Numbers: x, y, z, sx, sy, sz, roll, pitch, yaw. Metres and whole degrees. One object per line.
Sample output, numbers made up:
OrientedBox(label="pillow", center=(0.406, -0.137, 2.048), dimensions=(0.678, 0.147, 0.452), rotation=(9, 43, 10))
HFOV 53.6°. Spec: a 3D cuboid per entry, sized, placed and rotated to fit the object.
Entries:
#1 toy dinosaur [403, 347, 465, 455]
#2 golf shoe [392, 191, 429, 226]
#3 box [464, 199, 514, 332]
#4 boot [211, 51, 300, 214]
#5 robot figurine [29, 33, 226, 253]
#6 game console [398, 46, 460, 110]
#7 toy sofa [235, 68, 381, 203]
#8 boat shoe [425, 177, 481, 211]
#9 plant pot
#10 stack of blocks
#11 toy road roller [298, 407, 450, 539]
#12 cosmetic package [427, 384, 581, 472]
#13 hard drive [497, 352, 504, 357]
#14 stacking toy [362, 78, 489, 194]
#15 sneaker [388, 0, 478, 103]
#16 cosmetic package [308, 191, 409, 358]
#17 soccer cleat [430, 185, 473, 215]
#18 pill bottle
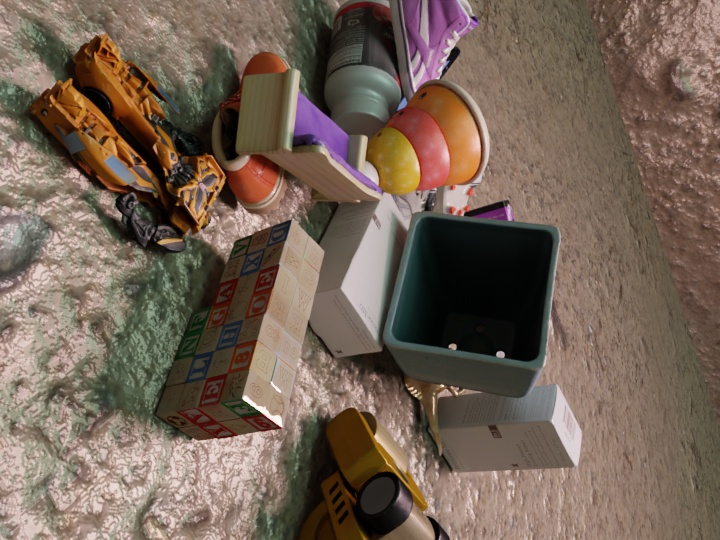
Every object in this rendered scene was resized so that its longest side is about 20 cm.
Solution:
OrientedBox(label="toy dinosaur", center=(0.104, 0.170, 1.058), dimensions=(0.100, 0.058, 0.204), rotation=(1, 71, -40))
OrientedBox(label="golf shoe", center=(0.072, -0.098, 1.057), dimensions=(0.202, 0.096, 0.079), rotation=(59, 35, -26))
OrientedBox(label="box", center=(0.200, 0.001, 1.168), dimensions=(0.036, 0.141, 0.204), rotation=(-14, 90, -57))
OrientedBox(label="boot", center=(-0.118, -0.178, 0.798), dimensions=(0.107, 0.074, 0.204), rotation=(53, 35, -62))
OrientedBox(label="robot figurine", center=(-0.206, -0.113, 0.681), dimensions=(0.200, 0.057, 0.147), rotation=(49, 43, -34))
OrientedBox(label="game console", center=(0.111, -0.251, 1.160), dimensions=(0.116, 0.176, 0.200), rotation=(44, 35, 5))
OrientedBox(label="toy sofa", center=(-0.044, -0.139, 0.775), dimensions=(0.200, 0.096, 0.085), rotation=(25, 69, -66))
OrientedBox(label="boat shoe", center=(0.147, -0.136, 1.220), dimensions=(0.199, 0.071, 0.072), rotation=(-19, 117, -52))
OrientedBox(label="plant pot", center=(0.153, 0.066, 0.955), dimensions=(0.201, 0.193, 0.199), rotation=(73, 28, -58))
OrientedBox(label="stack of blocks", center=(-0.113, 0.057, 0.705), dimensions=(0.059, 0.114, 0.203), rotation=(44, 44, -37))
OrientedBox(label="toy road roller", center=(-0.003, 0.274, 0.812), dimensions=(0.123, 0.145, 0.200), rotation=(53, 3, -29))
OrientedBox(label="cosmetic package", center=(0.209, 0.234, 1.041), dimensions=(0.102, 0.198, 0.074), rotation=(57, 38, -24))
OrientedBox(label="hard drive", center=(0.254, 0.098, 1.307), dimensions=(0.139, 0.037, 0.204), rotation=(33, 53, -46))
OrientedBox(label="stacking toy", center=(0.056, -0.147, 0.916), dimensions=(0.198, 0.145, 0.148), rotation=(-30, 104, -28))
OrientedBox(label="sneaker", center=(0.109, -0.299, 0.978), dimensions=(0.073, 0.112, 0.203), rotation=(-73, 155, -52))
OrientedBox(label="cosmetic package", center=(0.000, 0.000, 0.925), dimensions=(0.113, 0.080, 0.202), rotation=(55, 37, -32))
OrientedBox(label="soccer cleat", center=(0.129, -0.084, 1.099), dimensions=(0.069, 0.077, 0.202), rotation=(-40, 140, -30))
OrientedBox(label="pill bottle", center=(0.006, -0.278, 1.012), dimensions=(0.110, 0.109, 0.203), rotation=(35, 51, -44))
